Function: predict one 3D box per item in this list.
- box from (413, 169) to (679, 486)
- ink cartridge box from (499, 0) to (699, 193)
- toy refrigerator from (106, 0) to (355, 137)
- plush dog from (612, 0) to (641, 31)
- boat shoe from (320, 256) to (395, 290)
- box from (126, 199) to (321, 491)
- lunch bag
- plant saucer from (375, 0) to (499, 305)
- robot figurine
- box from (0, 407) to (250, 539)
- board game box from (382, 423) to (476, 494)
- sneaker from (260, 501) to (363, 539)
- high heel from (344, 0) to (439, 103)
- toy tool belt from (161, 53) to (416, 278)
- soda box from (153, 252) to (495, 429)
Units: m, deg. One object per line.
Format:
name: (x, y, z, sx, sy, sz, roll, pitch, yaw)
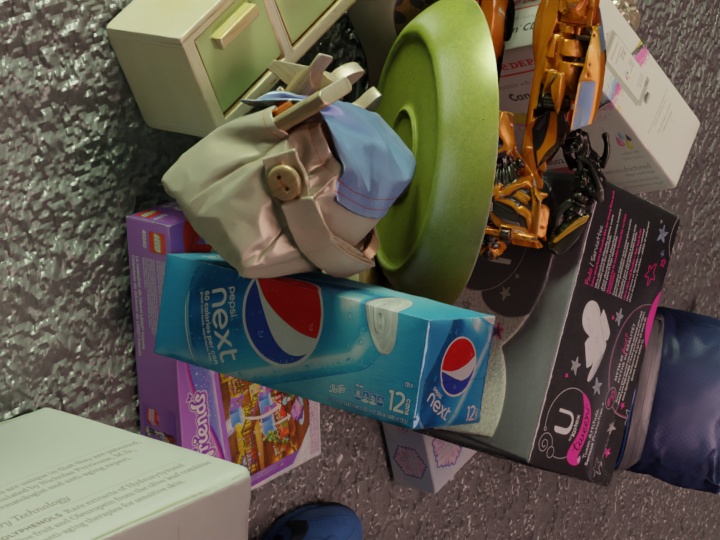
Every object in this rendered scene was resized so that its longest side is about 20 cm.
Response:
box: (0.121, 0.034, 1.371, 0.115, 0.132, 0.201, 22, 83, -50)
ink cartridge box: (0.140, -0.140, 1.394, 0.200, 0.116, 0.068, 47, 54, -30)
toy refrigerator: (-0.060, -0.173, 1.194, 0.200, 0.070, 0.076, -49, 135, -33)
plush dog: (0.183, -0.280, 1.460, 0.201, 0.160, 0.172, -62, 166, 26)
boat shoe: (0.000, 0.000, 1.303, 0.072, 0.065, 0.201, 34, 41, -34)
box: (-0.085, 0.046, 1.248, 0.137, 0.039, 0.201, -23, 118, -48)
lunch bag: (0.225, 0.095, 1.569, 0.200, 0.132, 0.137, 170, -67, -87)
plant saucer: (0.038, -0.073, 1.203, 0.031, 0.200, 0.201, 5, 98, -15)
robot figurine: (0.095, -0.103, 1.275, 0.058, 0.144, 0.201, -33, 131, -72)
box: (-0.181, 0.206, 1.054, 0.200, 0.171, 0.200, -18, 114, -50)
board game box: (0.079, 0.030, 1.460, 0.200, 0.041, 0.200, -41, 130, -40)
sneaker: (-0.048, 0.215, 1.315, 0.200, 0.078, 0.066, -21, 114, -50)
high heel: (0.042, -0.181, 1.334, 0.142, 0.071, 0.201, 19, 88, -59)
toy tool belt: (-0.018, -0.065, 1.133, 0.123, 0.125, 0.200, -47, 169, 18)
soda box: (-0.024, 0.037, 1.125, 0.068, 0.199, 0.065, -1, 101, -52)
